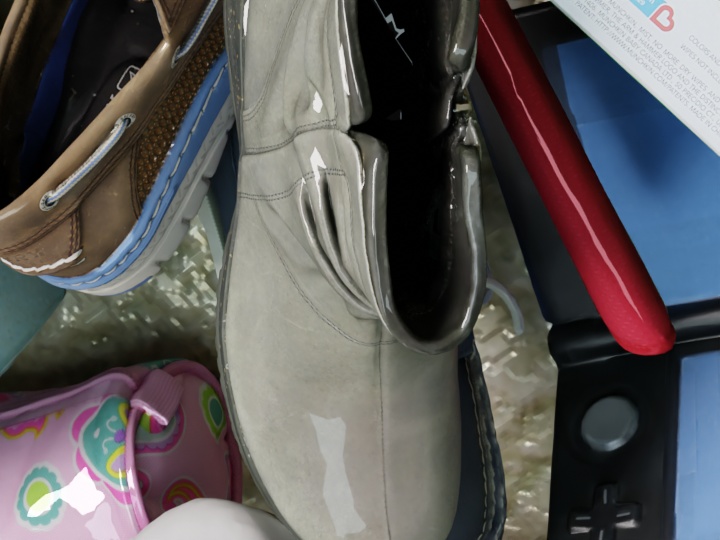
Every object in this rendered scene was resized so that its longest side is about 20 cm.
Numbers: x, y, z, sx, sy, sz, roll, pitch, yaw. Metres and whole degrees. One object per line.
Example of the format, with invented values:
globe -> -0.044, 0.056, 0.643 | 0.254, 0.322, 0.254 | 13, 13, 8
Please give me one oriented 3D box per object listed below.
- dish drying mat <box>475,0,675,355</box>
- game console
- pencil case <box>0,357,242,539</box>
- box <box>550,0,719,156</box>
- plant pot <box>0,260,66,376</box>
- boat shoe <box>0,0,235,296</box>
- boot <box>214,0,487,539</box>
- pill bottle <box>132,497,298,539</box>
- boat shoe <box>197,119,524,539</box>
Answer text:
dish drying mat -> 0.035, -0.071, 0.770 | 0.018, 0.077, 0.200 | -26, 103, 4
game console -> 0.132, 0.007, 0.813 | 0.199, 0.171, 0.118 | -11, 142, 24
pencil case -> -0.140, 0.082, 0.963 | 0.199, 0.087, 0.088 | -9, 116, 26
box -> 0.149, -0.102, 0.713 | 0.200, 0.097, 0.177 | 41, 105, -1
plant pot -> -0.196, -0.044, 0.855 | 0.200, 0.200, 0.196 | -27, 116, 30
boat shoe -> -0.058, -0.090, 0.793 | 0.072, 0.072, 0.201 | 19, 91, 30
boot -> 0.001, 0.002, 0.734 | 0.067, 0.131, 0.201 | -9, 105, -10
pill bottle -> 0.014, 0.153, 0.897 | 0.200, 0.115, 0.114 | 23, 130, -33
boat shoe -> 0.000, 0.000, 0.843 | 0.062, 0.075, 0.201 | -27, 80, 58
